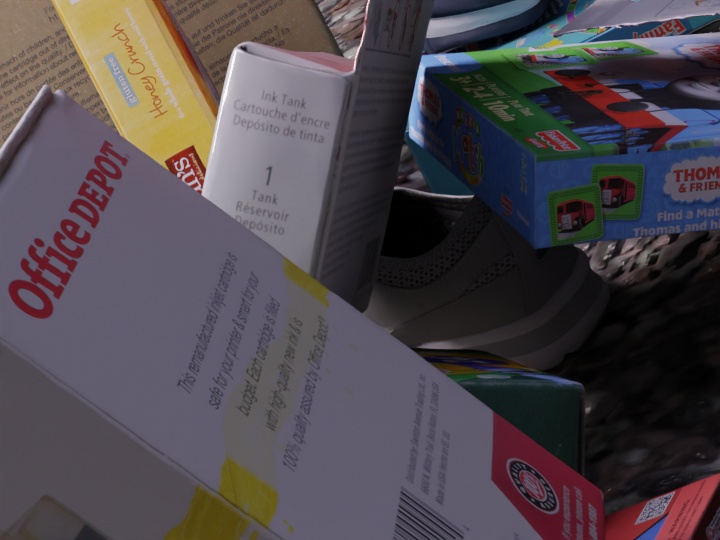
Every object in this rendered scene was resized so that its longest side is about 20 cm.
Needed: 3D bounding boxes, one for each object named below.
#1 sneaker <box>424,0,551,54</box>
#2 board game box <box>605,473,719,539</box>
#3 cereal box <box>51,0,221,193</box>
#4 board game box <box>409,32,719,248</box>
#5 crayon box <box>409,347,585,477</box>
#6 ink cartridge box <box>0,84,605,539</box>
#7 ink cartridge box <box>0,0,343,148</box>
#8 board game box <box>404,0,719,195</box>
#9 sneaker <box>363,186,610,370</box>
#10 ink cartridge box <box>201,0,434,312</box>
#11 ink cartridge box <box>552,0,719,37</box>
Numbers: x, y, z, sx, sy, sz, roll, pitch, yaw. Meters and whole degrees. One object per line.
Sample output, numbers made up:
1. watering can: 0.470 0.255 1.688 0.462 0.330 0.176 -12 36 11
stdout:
1. sneaker: 0.002 -0.166 1.106 0.199 0.109 0.070 24 65 33
2. board game box: 0.036 0.139 0.688 0.103 0.019 0.200 -28 18 43
3. cereal box: -0.078 -0.067 1.020 0.039 0.145 0.200 -29 -4 1
4. board game box: 0.132 -0.053 0.878 0.198 0.037 0.151 -5 18 -14
5. crayon box: -0.040 0.053 0.782 0.198 0.052 0.126 0 3 -11
6. ink cartridge box: -0.036 0.060 0.638 0.084 0.200 0.145 -49 10 21
7. ink cartridge box: -0.118 -0.095 1.186 0.199 0.165 0.075 -31 22 -7
8. board game box: 0.109 -0.114 1.118 0.199 0.047 0.151 -26 23 6
9. sneaker: 0.000 0.000 0.962 0.199 0.082 0.075 -12 28 34
10. ink cartridge box: -0.009 -0.065 0.807 0.043 0.175 0.200 12 5 5
11. ink cartridge box: 0.188 -0.095 0.897 0.199 0.050 0.161 -8 14 22
